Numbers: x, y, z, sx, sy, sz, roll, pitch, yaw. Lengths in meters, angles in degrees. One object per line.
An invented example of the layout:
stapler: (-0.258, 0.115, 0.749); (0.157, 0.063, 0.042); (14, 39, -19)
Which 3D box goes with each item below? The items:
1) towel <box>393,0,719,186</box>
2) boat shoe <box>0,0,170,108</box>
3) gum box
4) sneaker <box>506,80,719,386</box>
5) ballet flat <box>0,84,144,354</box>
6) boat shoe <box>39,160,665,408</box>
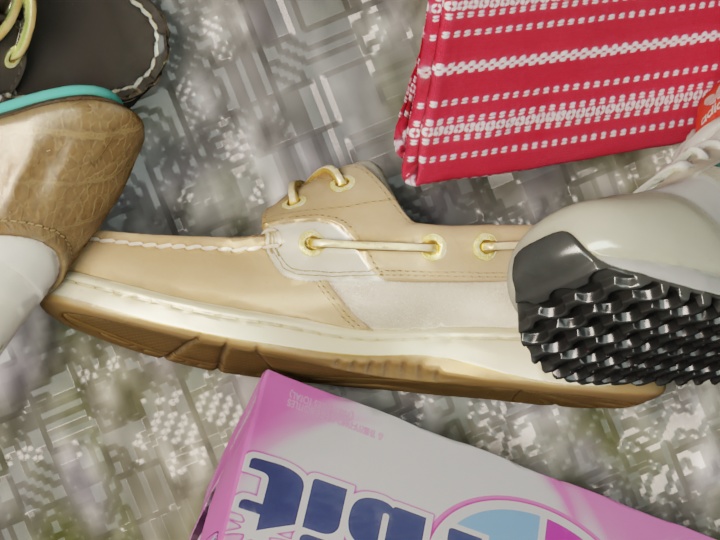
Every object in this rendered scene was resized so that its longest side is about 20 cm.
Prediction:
towel: (0.085, -0.121, 0.748); (0.144, 0.023, 0.201); (-10, 129, -26)
boat shoe: (-0.132, -0.077, 0.732); (0.200, 0.060, 0.072); (8, 81, -41)
gum box: (0.032, 0.119, 0.774); (0.199, 0.114, 0.066); (21, 132, -7)
sneaker: (0.107, -0.018, 0.767); (0.199, 0.070, 0.094); (5, 67, -46)
ballet flat: (-0.151, 0.011, 0.752); (0.199, 0.068, 0.073); (-19, 59, 10)
boat shoe: (0.000, 0.000, 0.797); (0.199, 0.074, 0.070); (7, 81, -8)
